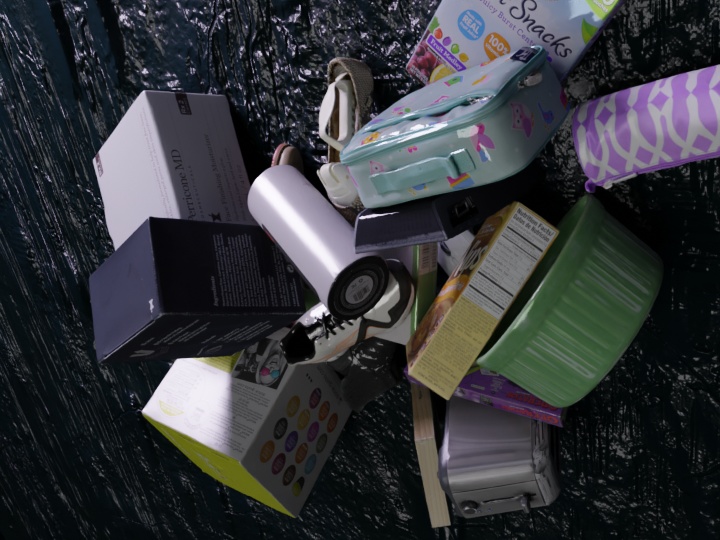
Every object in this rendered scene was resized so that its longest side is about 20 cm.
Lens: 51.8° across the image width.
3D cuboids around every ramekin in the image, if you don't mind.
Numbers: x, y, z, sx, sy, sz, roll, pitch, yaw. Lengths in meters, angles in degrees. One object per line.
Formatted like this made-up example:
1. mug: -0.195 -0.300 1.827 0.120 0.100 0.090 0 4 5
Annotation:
1. ramekin: 0.208 0.036 0.736 0.097 0.201 0.202 34 134 5

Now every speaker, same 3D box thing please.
1. speaker: -0.051 -0.037 0.829 0.200 0.080 0.083 48 142 40

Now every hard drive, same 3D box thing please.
1. hard drive: 0.090 -0.073 0.753 0.133 0.198 0.043 -7 107 44

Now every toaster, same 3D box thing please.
1. toaster: 0.167 0.190 0.880 0.126 0.203 0.115 -8 133 20

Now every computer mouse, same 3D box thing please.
1. computer mouse: 0.115 -0.023 0.877 0.198 0.044 0.111 37 133 15

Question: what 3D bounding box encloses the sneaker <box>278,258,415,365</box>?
1. sneaker: -0.017 0.058 0.856 0.199 0.079 0.075 -41 74 34

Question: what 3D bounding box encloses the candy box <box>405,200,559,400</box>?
1. candy box: 0.122 0.024 0.780 0.055 0.116 0.203 31 97 -3

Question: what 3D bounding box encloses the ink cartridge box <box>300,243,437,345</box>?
1. ink cartridge box: 0.000 0.000 0.907 0.197 0.047 0.150 12 107 37

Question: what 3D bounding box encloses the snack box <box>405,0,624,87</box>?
1. snack box: 0.145 -0.232 0.712 0.142 0.053 0.201 43 136 7

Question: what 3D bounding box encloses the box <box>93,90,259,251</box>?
1. box: -0.255 -0.105 1.018 0.199 0.129 0.204 -30 74 46

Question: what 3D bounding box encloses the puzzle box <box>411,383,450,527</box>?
1. puzzle box: 0.087 0.204 0.950 0.025 0.201 0.136 -10 115 6

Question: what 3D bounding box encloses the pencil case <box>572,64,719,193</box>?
1. pencil case: 0.281 -0.126 0.645 0.197 0.083 0.088 -10 75 43

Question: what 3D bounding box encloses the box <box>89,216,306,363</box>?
1. box: -0.204 0.030 0.918 0.195 0.197 0.120 -29 67 45

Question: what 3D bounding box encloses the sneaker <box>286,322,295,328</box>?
1. sneaker: -0.051 0.064 1.021 0.072 0.089 0.200 14 144 -28

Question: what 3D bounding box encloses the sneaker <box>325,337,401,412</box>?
1. sneaker: 0.028 0.116 1.027 0.104 0.061 0.199 39 122 -18

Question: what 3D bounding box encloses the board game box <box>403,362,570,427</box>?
1. board game box: 0.160 0.098 0.866 0.196 0.121 0.033 12 144 34

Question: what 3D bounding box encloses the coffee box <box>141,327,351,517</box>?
1. coffee box: -0.157 0.205 1.093 0.196 0.200 0.201 15 150 31

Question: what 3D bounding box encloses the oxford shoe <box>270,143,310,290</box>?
1. oxford shoe: -0.072 -0.065 0.974 0.073 0.070 0.206 -1 100 29

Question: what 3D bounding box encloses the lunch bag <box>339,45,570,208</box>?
1. lunch bag: 0.083 -0.128 0.679 0.197 0.160 0.078 -11 114 45

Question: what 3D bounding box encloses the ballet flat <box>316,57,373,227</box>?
1. ballet flat: -0.019 -0.139 0.834 0.067 0.074 0.206 -3 87 38
